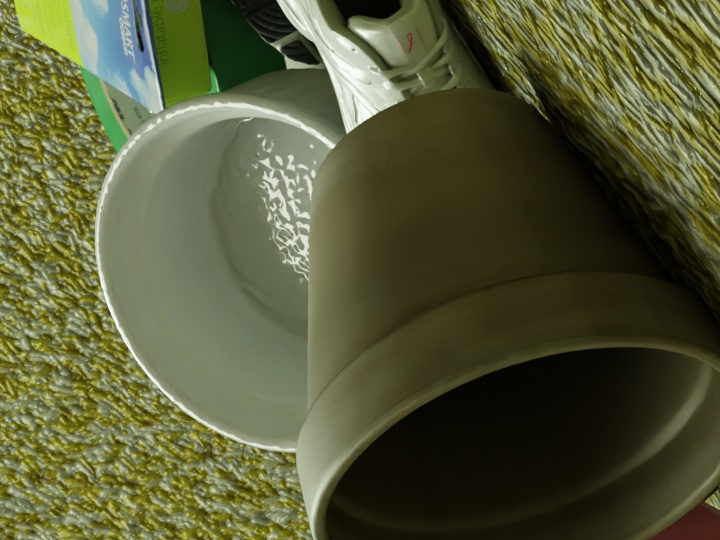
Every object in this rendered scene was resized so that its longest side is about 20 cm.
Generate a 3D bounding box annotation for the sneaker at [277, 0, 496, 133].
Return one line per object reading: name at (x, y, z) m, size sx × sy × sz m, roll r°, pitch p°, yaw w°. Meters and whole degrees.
sneaker at (0.019, -0.098, 1.206) m, size 0.200 × 0.078 × 0.099 m, roll 54°, pitch 175°, yaw -5°

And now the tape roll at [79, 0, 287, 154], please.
tape roll at (-0.111, -0.132, 1.490) m, size 0.200 × 0.048 × 0.201 m, roll 44°, pitch 146°, yaw 40°

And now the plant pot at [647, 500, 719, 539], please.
plant pot at (0.150, 0.221, 1.219) m, size 0.200 × 0.179 × 0.200 m, roll 35°, pitch 170°, yaw 7°

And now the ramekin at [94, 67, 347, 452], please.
ramekin at (-0.035, -0.013, 1.356) m, size 0.201 × 0.200 × 0.098 m, roll 54°, pitch -145°, yaw -2°

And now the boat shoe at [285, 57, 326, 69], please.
boat shoe at (-0.021, -0.121, 1.492) m, size 0.200 × 0.068 × 0.072 m, roll 26°, pitch 115°, yaw 39°

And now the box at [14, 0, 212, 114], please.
box at (-0.145, -0.170, 1.413) m, size 0.200 × 0.047 × 0.123 m, roll 33°, pitch 137°, yaw 53°

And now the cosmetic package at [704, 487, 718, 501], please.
cosmetic package at (0.129, 0.081, 1.568) m, size 0.107 × 0.090 × 0.200 m, roll 52°, pitch 177°, yaw -32°

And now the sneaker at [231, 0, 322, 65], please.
sneaker at (-0.055, -0.210, 1.385) m, size 0.201 × 0.077 × 0.080 m, roll 62°, pitch -168°, yaw -5°

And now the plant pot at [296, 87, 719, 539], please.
plant pot at (0.055, 0.022, 1.116) m, size 0.200 × 0.199 × 0.174 m, roll 56°, pitch -166°, yaw -54°
